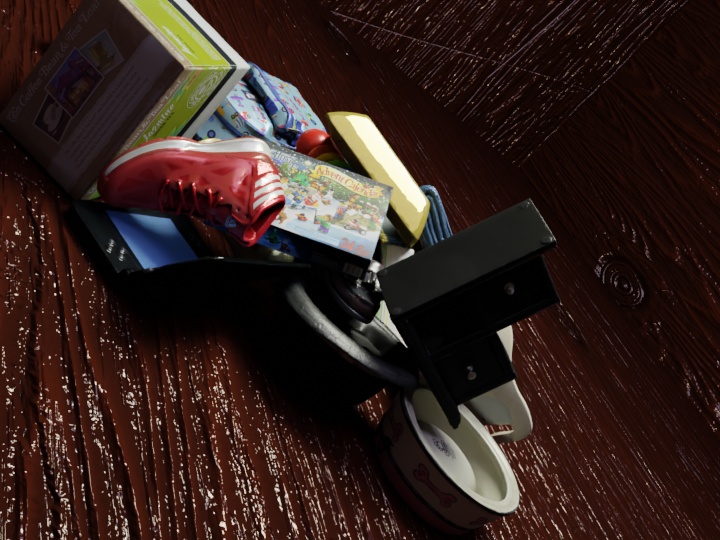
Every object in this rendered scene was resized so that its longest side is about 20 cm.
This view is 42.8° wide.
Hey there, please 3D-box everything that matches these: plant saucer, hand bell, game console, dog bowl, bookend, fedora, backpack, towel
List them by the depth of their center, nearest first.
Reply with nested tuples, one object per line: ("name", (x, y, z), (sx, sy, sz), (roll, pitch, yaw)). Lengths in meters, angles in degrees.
("game console", (-0.181, -0.034, 0.996), (0.176, 0.116, 0.200), (52, 19, 19))
("bookend", (0.150, 0.055, 1.077), (0.092, 0.197, 0.201), (-107, 170, -54))
("fedora", (-0.029, 0.095, 1.078), (0.200, 0.092, 0.201), (37, 13, -10))
("dog bowl", (0.099, 0.231, 1.116), (0.200, 0.074, 0.201), (40, 20, -17))
("hand bell", (-0.164, -0.050, 1.134), (0.201, 0.104, 0.104), (59, 20, 10))
("plant saucer", (0.031, -0.128, 1.248), (0.201, 0.048, 0.200), (54, 0, 1))
("backpack", (-0.172, -0.227, 1.398), (0.199, 0.135, 0.183), (19, 32, -51))
("towel", (0.109, -0.071, 1.420), (0.200, 0.048, 0.113), (-11, 83, -85))

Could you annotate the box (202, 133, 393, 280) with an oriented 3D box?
("box", (-0.070, -0.078, 1.091), (0.198, 0.038, 0.137), (19, 45, -2))

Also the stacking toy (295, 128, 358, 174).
("stacking toy", (-0.039, -0.130, 1.275), (0.085, 0.085, 0.201), (26, 27, -45))

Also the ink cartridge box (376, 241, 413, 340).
("ink cartridge box", (0.053, 0.041, 1.330), (0.199, 0.048, 0.147), (10, 84, -59))

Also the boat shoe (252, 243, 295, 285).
("boat shoe", (-0.142, -0.070, 1.226), (0.066, 0.074, 0.201), (35, 20, -44))

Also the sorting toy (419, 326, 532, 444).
("sorting toy", (0.145, 0.161, 1.241), (0.107, 0.200, 0.181), (-33, 84, -37))

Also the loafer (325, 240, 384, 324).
("loafer", (0.000, 0.000, 1.124), (0.072, 0.063, 0.200), (36, 13, -13))

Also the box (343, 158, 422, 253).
("box", (0.020, -0.082, 1.412), (0.199, 0.046, 0.160), (5, 65, -61))

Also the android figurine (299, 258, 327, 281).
("android figurine", (-0.053, -0.016, 1.254), (0.200, 0.041, 0.183), (-95, 163, -73))

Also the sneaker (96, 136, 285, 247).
("sneaker", (-0.171, -0.079, 0.982), (0.198, 0.079, 0.116), (-15, 55, -22))

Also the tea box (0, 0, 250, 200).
("tea box", (-0.261, -0.203, 1.041), (0.134, 0.200, 0.197), (45, 19, 2))
